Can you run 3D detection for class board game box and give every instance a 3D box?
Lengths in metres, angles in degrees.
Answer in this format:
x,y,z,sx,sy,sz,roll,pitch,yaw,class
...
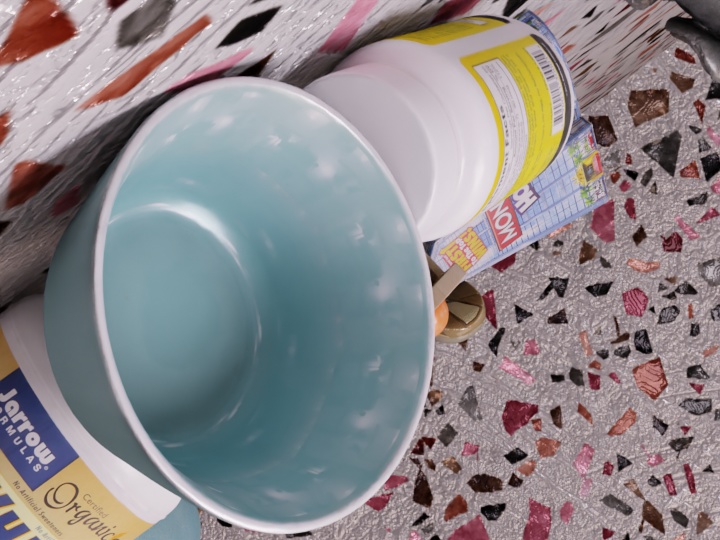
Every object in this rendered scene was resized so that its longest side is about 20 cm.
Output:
x,y,z,sx,sy,sz,roll,pitch,yaw,class
0.095,-0.074,0.975,0.199,0.062,0.200,-37,142,-6,board game box

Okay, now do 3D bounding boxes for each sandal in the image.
x,y,z,sx,sy,sz,roll,pitch,yaw,class
0.047,0.021,1.053,0.080,0.054,0.200,-27,-146,-15,sandal

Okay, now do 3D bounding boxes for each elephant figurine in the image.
x,y,z,sx,sy,sz,roll,pitch,yaw,class
0.318,-0.213,0.978,0.155,0.201,0.141,-34,177,-35,elephant figurine

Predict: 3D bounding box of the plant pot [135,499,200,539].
x,y,z,sx,sy,sz,roll,pitch,yaw,class
-0.221,0.150,0.813,0.199,0.136,0.201,-8,-147,5,plant pot

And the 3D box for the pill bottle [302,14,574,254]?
x,y,z,sx,sy,sz,roll,pitch,yaw,class
0.041,-0.082,0.690,0.114,0.115,0.200,-38,176,33,pill bottle

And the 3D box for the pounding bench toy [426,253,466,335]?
x,y,z,sx,sy,sz,roll,pitch,yaw,class
0.000,0.000,0.896,0.124,0.156,0.200,-43,178,-45,pounding bench toy

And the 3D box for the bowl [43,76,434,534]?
x,y,z,sx,sy,sz,roll,pitch,yaw,class
-0.068,0.019,0.562,0.105,0.202,0.200,-10,-164,44,bowl

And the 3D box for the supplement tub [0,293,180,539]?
x,y,z,sx,sy,sz,roll,pitch,yaw,class
-0.186,0.104,0.653,0.200,0.145,0.144,-36,177,-5,supplement tub
